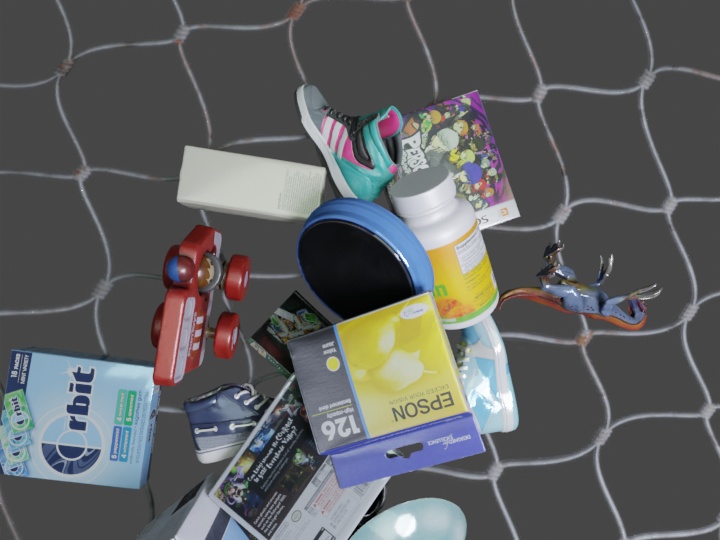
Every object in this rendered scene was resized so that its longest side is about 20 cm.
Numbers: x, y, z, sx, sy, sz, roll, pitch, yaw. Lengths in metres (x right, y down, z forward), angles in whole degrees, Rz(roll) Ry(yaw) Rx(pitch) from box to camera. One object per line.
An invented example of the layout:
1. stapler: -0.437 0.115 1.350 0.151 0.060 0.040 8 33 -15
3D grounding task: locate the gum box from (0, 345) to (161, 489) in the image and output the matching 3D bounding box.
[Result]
1. gum box: -0.391 0.205 0.752 0.198 0.045 0.172 8 88 -3

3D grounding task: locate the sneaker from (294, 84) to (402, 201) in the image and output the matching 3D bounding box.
1. sneaker: -0.006 -0.199 0.740 0.120 0.083 0.201 -33 80 25

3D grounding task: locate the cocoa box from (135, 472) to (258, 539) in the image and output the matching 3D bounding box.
1. cocoa box: -0.218 0.381 0.682 0.133 0.200 0.132 -38 92 -3

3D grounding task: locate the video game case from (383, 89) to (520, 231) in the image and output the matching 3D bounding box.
1. video game case: 0.121 -0.144 0.798 0.180 0.036 0.202 -18 90 -4

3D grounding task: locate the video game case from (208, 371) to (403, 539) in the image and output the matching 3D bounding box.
1. video game case: -0.072 0.268 0.701 0.181 0.023 0.201 35 89 8

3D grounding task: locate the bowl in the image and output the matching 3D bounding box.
1. bowl: 0.000 0.000 0.714 0.200 0.201 0.039 42 50 -2

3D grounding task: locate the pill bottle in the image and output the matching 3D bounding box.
1. pill bottle: 0.109 -0.030 0.720 0.110 0.111 0.201 -26 117 -4

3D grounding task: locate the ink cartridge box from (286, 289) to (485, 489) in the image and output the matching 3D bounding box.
1. ink cartridge box: 0.026 0.151 0.653 0.196 0.047 0.202 -20 80 14

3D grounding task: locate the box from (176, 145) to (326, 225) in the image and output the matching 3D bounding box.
1. box: -0.151 -0.117 0.764 0.198 0.068 0.083 10 88 -3

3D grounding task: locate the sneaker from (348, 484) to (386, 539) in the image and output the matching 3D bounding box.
1. sneaker: -0.014 0.351 0.747 0.070 0.099 0.202 13 89 -5

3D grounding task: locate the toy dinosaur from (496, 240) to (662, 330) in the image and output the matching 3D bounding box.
1. toy dinosaur: 0.341 0.039 0.810 0.181 0.105 0.200 44 124 -14

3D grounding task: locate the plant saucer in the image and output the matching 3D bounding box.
1. plant saucer: 0.065 0.401 0.732 0.199 0.039 0.203 -9 118 -17

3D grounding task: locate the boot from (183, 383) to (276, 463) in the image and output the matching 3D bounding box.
1. boot: -0.147 0.198 0.754 0.198 0.073 0.091 -17 95 -3

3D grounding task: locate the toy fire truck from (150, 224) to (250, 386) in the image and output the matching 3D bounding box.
1. toy fire truck: -0.220 0.040 0.705 0.111 0.168 0.202 10 88 -4

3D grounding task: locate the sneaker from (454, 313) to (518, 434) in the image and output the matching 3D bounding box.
1. sneaker: 0.144 0.149 0.773 0.129 0.080 0.202 -14 89 -5

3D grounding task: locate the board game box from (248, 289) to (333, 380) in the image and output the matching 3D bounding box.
1. board game box: -0.053 0.131 0.763 0.200 0.023 0.105 43 52 -1
